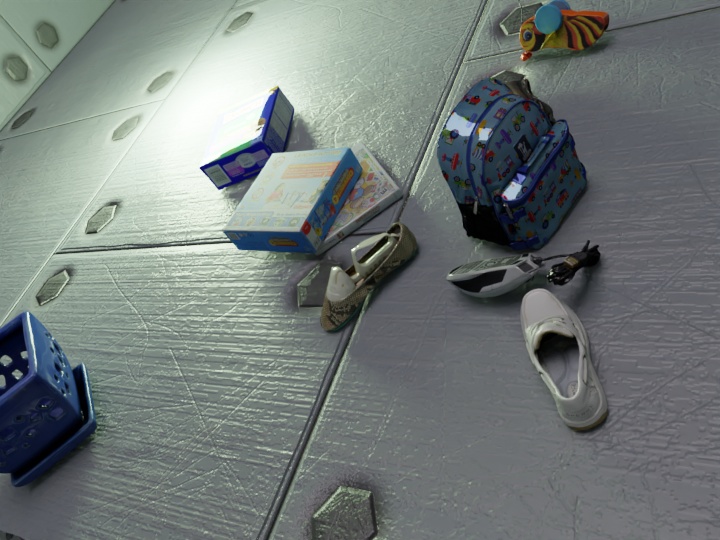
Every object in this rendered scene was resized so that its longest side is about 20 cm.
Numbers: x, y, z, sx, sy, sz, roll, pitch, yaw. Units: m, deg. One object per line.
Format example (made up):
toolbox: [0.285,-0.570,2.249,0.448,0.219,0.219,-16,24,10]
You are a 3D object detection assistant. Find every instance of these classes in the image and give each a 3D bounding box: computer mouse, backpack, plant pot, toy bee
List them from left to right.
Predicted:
plant pot: [-0.566,0.224,1.175,0.199,0.180,0.200,-39,39,-2]
backpack: [0.203,-0.153,0.960,0.183,0.201,0.134,-49,41,-16]
computer mouse: [0.206,0.006,0.915,0.198,0.045,0.109,-10,12,39]
toy bee: [0.327,-0.418,1.224,0.130,0.110,0.200,-21,44,-32]

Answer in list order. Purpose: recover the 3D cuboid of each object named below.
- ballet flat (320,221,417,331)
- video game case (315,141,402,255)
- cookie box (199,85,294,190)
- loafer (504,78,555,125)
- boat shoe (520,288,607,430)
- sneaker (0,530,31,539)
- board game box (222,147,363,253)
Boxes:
ballet flat: [0.000,0.000,1.059,0.200,0.076,0.068,-43,41,-7]
video game case: [-0.036,-0.135,1.258,0.181,0.023,0.201,-35,40,3]
cookie box: [-0.243,-0.290,1.518,0.169,0.075,0.202,-17,43,23]
loafer: [0.275,-0.258,1.115,0.062,0.072,0.201,-25,38,4]
boat shoe: [0.228,0.084,0.813,0.070,0.069,0.201,-29,39,14]
sneaker: [-0.519,0.446,0.955,0.077,0.140,0.201,-28,40,9]
board game box: [-0.121,-0.126,1.252,0.198,0.056,0.197,4,53,39]
